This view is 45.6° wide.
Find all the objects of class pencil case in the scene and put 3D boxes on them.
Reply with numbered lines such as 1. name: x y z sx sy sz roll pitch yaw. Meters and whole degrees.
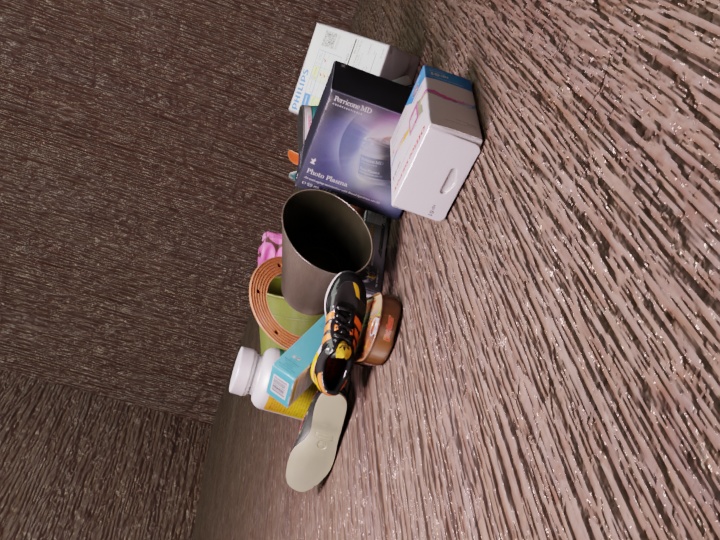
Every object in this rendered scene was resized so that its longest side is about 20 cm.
1. pencil case: -0.128 -0.035 1.894 0.091 0.198 0.094 -81 -3 -51

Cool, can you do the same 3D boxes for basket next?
1. basket: -0.072 -0.015 1.502 0.136 0.180 0.200 -32 -20 -26

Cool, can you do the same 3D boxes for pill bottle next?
1. pill bottle: -0.129 0.203 1.537 0.113 0.199 0.114 -163 90 -79

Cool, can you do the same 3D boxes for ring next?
1. ring: -0.121 0.066 1.587 0.019 0.200 0.201 -37 34 43

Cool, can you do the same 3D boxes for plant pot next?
1. plant pot: -0.143 0.127 1.827 0.200 0.199 0.191 -118 35 -75

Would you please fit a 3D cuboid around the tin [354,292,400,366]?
1. tin: 0.020 0.098 1.390 0.200 0.042 0.113 151 131 -75

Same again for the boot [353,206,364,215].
1. boot: -0.025 -0.123 1.698 0.155 0.077 0.200 -40 -4 -17

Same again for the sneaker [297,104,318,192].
1. sneaker: -0.057 -0.211 1.624 0.084 0.120 0.201 -142 51 -69

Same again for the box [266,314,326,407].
1. box: -0.078 0.140 1.475 0.200 0.049 0.083 -43 -21 -42

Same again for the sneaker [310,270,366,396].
1. sneaker: -0.027 0.104 1.361 0.090 0.070 0.201 -139 62 -73

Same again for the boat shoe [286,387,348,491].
1. boat shoe: -0.071 0.287 1.477 0.063 0.073 0.202 -79 10 -76

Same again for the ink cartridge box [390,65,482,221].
1. ink cartridge box: 0.107 -0.190 1.265 0.201 0.084 0.145 -90 21 -53

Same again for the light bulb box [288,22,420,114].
1. light bulb box: -0.014 -0.387 1.786 0.124 0.199 0.199 3 -70 -55

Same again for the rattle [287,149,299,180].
1. rattle: -0.052 -0.205 1.766 0.143 0.199 0.131 -98 27 -65

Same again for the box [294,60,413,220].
1. box: 0.011 -0.223 1.484 0.124 0.199 0.199 -88 18 -54

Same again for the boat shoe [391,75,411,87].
1. boat shoe: 0.024 -0.305 1.661 0.199 0.071 0.072 -27 0 30

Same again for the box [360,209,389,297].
1. box: 0.000 0.000 1.601 0.159 0.048 0.201 121 162 -51
